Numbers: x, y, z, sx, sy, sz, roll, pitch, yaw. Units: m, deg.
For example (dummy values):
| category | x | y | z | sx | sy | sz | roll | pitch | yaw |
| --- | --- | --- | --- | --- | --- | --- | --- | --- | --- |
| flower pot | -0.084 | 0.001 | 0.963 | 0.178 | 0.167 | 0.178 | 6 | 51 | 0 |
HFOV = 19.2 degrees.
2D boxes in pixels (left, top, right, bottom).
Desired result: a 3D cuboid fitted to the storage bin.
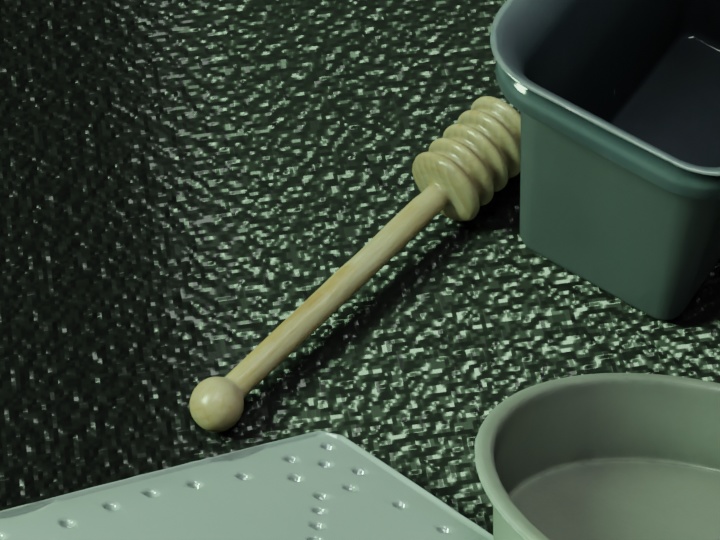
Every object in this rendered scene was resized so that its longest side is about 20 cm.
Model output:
| category | x | y | z | sx | sy | sz | roll | pitch | yaw |
| --- | --- | --- | --- | --- | --- | --- | --- | --- | --- |
| storage bin | 0.153 | -0.079 | 0.905 | 0.145 | 0.135 | 0.200 | 29 | 59 | 19 |

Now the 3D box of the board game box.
| category | x | y | z | sx | sy | sz | roll | pitch | yaw |
| --- | --- | --- | --- | --- | --- | --- | --- | --- | --- |
| board game box | -0.021 | 0.126 | 0.728 | 0.199 | 0.026 | 0.199 | -11 | 30 | -42 |

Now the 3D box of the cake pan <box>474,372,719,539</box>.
| category | x | y | z | sx | sy | sz | roll | pitch | yaw |
| --- | --- | --- | --- | --- | --- | --- | --- | --- | --- |
| cake pan | 0.136 | 0.099 | 0.782 | 0.198 | 0.037 | 0.201 | 9 | 22 | -4 |

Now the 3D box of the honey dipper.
| category | x | y | z | sx | sy | sz | roll | pitch | yaw |
| --- | --- | --- | --- | --- | --- | --- | --- | --- | --- |
| honey dipper | 0.000 | 0.000 | 0.909 | 0.038 | 0.038 | 0.200 | 36 | 65 | 22 |
